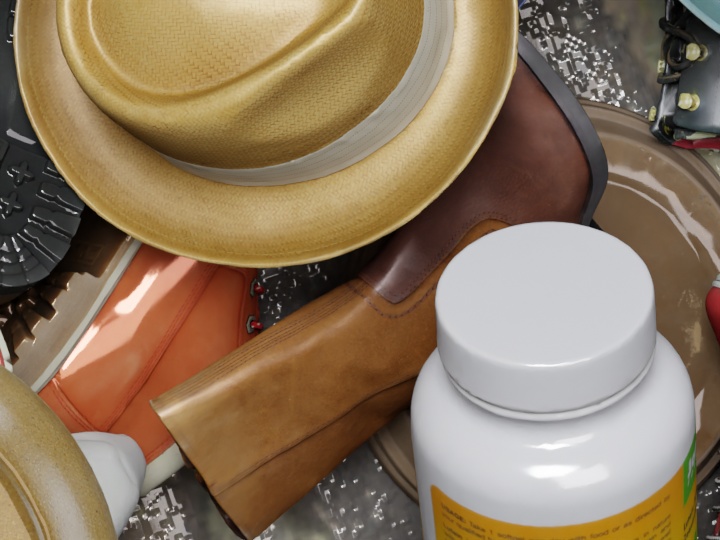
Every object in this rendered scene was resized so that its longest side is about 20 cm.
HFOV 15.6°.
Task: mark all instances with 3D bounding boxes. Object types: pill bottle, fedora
[{"bbox_3d":[0.078,0.082,1.037,0.111,0.111,0.200,-19,132,-13],"label":"pill bottle"},{"bbox_3d":[-0.045,-0.095,0.961,0.200,0.082,0.201,0,88,16],"label":"fedora"}]

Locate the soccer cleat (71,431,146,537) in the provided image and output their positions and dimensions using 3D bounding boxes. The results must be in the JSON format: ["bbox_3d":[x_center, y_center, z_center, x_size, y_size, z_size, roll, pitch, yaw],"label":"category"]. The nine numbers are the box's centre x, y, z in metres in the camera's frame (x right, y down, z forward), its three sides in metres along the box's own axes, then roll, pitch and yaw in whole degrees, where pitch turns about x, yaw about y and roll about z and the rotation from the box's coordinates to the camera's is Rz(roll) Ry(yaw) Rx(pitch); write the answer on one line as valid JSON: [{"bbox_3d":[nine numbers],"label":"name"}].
[{"bbox_3d":[-0.173,0.117,1.048,0.200,0.078,0.069,-22,94,19],"label":"soccer cleat"}]

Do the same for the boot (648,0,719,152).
[{"bbox_3d":[0.134,-0.135,1.121,0.203,0.073,0.154,11,84,-18],"label":"boot"}]

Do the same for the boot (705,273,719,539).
[{"bbox_3d":[0.164,0.105,1.128,0.144,0.072,0.200,-35,119,-8],"label":"boot"}]

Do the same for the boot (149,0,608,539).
[{"bbox_3d":[0.000,0.000,1.040,0.200,0.188,0.069,-31,56,-10],"label":"boot"}]

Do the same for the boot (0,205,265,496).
[{"bbox_3d":[-0.068,-0.003,1.088,0.107,0.075,0.200,42,82,-25],"label":"boot"}]

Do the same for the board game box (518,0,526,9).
[{"bbox_3d":[0.025,-0.164,1.017,0.135,0.200,0.035,33,40,-9],"label":"board game box"}]

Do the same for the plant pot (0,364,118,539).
[{"bbox_3d":[-0.179,0.114,0.882,0.199,0.027,0.201,0,89,-6],"label":"plant pot"}]

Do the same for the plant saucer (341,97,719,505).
[{"bbox_3d":[0.089,0.024,1.145,0.199,0.029,0.201,-1,94,-14],"label":"plant saucer"}]

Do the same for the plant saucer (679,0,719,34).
[{"bbox_3d":[0.175,-0.181,1.082,0.199,0.036,0.201,2,86,-25],"label":"plant saucer"}]

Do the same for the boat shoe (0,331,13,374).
[{"bbox_3d":[-0.208,-0.006,0.930,0.200,0.063,0.071,42,101,13],"label":"boat shoe"}]

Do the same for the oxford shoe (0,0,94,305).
[{"bbox_3d":[-0.126,-0.073,1.065,0.073,0.084,0.200,30,65,-8],"label":"oxford shoe"}]
